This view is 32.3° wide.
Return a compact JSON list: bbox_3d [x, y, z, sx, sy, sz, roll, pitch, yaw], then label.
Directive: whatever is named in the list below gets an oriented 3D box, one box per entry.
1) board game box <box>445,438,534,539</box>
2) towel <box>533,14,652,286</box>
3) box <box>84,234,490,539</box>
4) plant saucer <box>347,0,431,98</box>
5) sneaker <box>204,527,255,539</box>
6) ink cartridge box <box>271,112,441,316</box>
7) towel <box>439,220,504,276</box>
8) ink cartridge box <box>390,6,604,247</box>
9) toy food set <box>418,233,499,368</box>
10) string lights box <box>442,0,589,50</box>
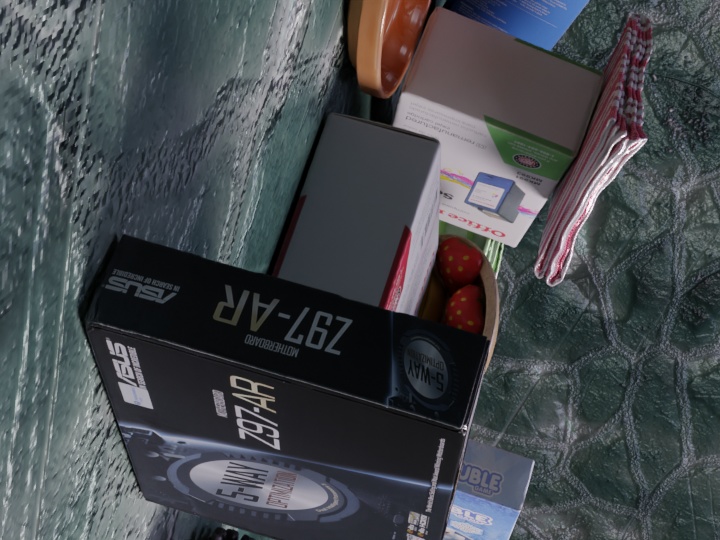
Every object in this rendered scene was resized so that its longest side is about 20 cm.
[{"bbox_3d":[0.022,0.159,0.946,0.199,0.199,0.044,88,21,-64],"label":"board game box"},{"bbox_3d":[0.183,-0.095,0.955,0.200,0.030,0.147,-66,178,-53],"label":"towel"},{"bbox_3d":[-0.031,0.073,0.572,0.200,0.160,0.044,94,13,-59],"label":"box"},{"bbox_3d":[0.029,-0.221,0.865,0.200,0.032,0.201,16,90,-83],"label":"plant saucer"},{"bbox_3d":[-0.088,0.221,0.788,0.200,0.071,0.098,27,79,-80],"label":"sneaker"},{"bbox_3d":[0.000,0.000,0.908,0.200,0.082,0.146,83,24,-70],"label":"ink cartridge box"},{"bbox_3d":[0.067,0.027,1.274,0.031,0.149,0.201,-15,124,-44],"label":"towel"},{"bbox_3d":[0.098,-0.111,1.037,0.200,0.145,0.088,111,0,-71],"label":"ink cartridge box"},{"bbox_3d":[0.036,0.059,1.040,0.198,0.049,0.201,-9,-120,50],"label":"toy food set"},{"bbox_3d":[0.146,-0.253,1.131,0.200,0.102,0.059,-53,-167,52],"label":"string lights box"}]
